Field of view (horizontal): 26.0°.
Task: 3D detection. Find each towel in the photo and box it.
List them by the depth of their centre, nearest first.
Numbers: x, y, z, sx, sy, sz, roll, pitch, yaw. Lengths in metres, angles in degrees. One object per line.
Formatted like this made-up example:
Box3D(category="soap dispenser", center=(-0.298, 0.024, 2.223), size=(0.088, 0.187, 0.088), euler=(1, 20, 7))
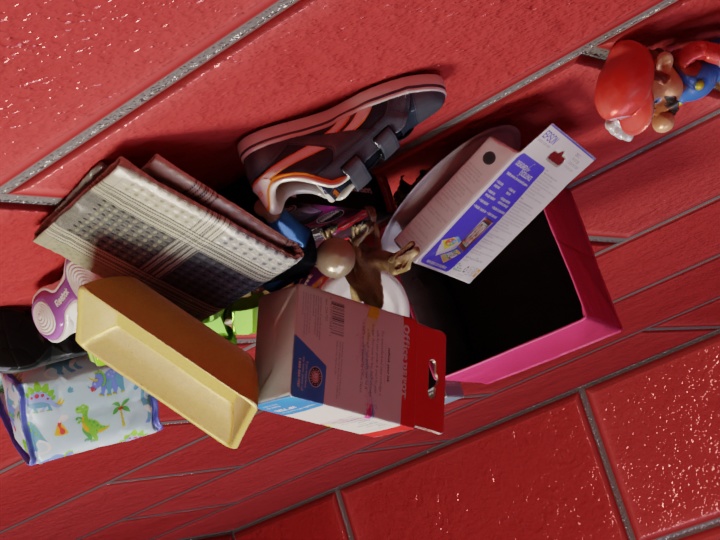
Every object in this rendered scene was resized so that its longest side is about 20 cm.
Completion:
Box3D(category="towel", center=(-0.182, -0.030, 1.448), size=(0.200, 0.035, 0.192), euler=(29, 146, -25))

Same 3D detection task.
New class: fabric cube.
Box3D(category="fabric cube", center=(0.172, 0.010, 1.851), size=(0.196, 0.201, 0.199), euler=(-24, 166, 19))

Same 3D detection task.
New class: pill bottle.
Box3D(category="pill bottle", center=(-0.022, 0.040, 1.826), size=(0.111, 0.112, 0.200), euler=(-14, -172, -14))

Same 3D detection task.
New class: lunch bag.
Box3D(category="lunch bag", center=(-0.348, 0.136, 1.869), size=(0.169, 0.128, 0.200), euler=(-11, -166, -22))

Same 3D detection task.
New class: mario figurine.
Box3D(category="mario figurine", center=(0.312, -0.171, 1.508), size=(0.199, 0.106, 0.124), euler=(-18, 134, -30))

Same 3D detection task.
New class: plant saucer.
Box3D(category="plant saucer", center=(-0.181, 0.082, 1.516), size=(0.049, 0.200, 0.200), euler=(-55, 179, -22))

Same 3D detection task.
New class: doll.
Box3D(category="doll", center=(-0.103, -0.027, 1.489), size=(0.199, 0.049, 0.137), euler=(13, 142, -3))

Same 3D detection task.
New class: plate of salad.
Box3D(category="plate of salad", center=(0.090, -0.085, 1.654), size=(0.200, 0.048, 0.200), euler=(-36, 160, -16))

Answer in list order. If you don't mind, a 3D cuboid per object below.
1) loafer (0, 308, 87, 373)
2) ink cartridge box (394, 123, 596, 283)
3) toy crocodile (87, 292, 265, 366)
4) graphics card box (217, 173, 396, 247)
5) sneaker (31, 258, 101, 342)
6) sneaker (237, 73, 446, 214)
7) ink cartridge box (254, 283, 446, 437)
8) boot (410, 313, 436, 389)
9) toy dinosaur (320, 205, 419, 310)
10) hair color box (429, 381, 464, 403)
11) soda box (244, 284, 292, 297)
Box3D(category="loafer", center=(-0.380, 0.083, 1.732), size=(0.199, 0.073, 0.072), euler=(-2, 164, -45))
Box3D(category="ink cartridge box", center=(0.144, -0.077, 1.638), size=(0.200, 0.043, 0.198), euler=(-44, 161, 10))
Box3D(category="toy crocodile", center=(-0.196, 0.060, 1.655), size=(0.199, 0.062, 0.068), euler=(-14, 128, 4))
Box3D(category="graphics card box", center=(-0.068, -0.060, 1.600), size=(0.125, 0.051, 0.200), euler=(-26, 163, 30))
Box3D(category="sneaker", center=(-0.266, 0.010, 1.620), size=(0.099, 0.075, 0.200), euler=(-24, 178, -41))
Box3D(category="sneaker", center=(-0.008, -0.111, 1.422), size=(0.199, 0.080, 0.078), euler=(-21, 165, 7))
Box3D(category="ink cartridge box", center=(-0.008, 0.096, 1.554), size=(0.200, 0.117, 0.067), euler=(19, 154, -37))
Box3D(category="boot", center=(-0.006, 0.118, 1.854), size=(0.199, 0.069, 0.189), euler=(-25, -151, 18))
Box3D(category="toy dinosaur", center=(0.000, 0.000, 1.597), size=(0.058, 0.101, 0.200), euler=(-15, 163, -21))
Box3D(category="hair color box", center=(0.049, 0.081, 1.969), size=(0.099, 0.201, 0.061), euler=(-23, 165, 24))
Box3D(category="soda box", center=(-0.174, 0.029, 1.773), size=(0.199, 0.068, 0.064), euler=(-8, 162, -35))
